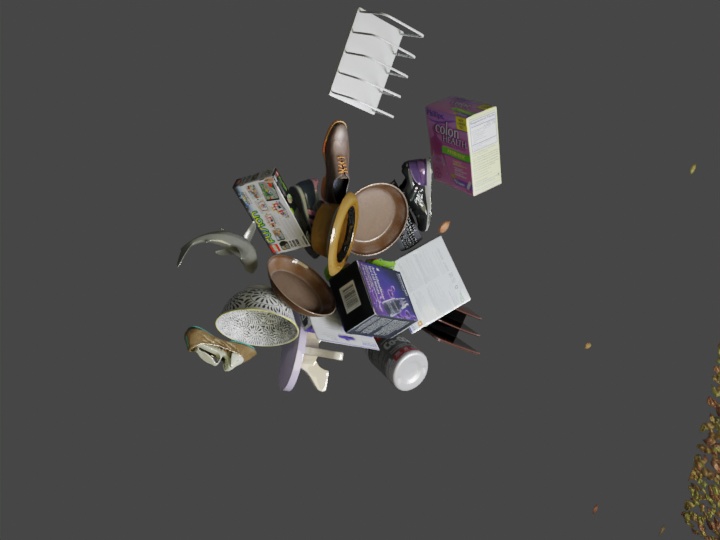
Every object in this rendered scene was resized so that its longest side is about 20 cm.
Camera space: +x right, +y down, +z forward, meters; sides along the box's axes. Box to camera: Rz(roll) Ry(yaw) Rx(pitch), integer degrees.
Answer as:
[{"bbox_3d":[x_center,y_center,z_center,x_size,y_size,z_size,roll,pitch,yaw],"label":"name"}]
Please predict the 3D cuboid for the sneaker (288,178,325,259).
[{"bbox_3d":[-0.111,-0.126,1.562,0.081,0.069,0.204,-33,132,-30],"label":"sneaker"}]

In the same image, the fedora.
[{"bbox_3d":[-0.066,-0.092,1.515,0.200,0.080,0.206,17,89,-78],"label":"fedora"}]

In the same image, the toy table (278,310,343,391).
[{"bbox_3d":[-0.129,0.207,1.638,0.114,0.183,0.205,13,93,-23],"label":"toy table"}]

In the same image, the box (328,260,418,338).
[{"bbox_3d":[0.034,0.076,1.610,0.103,0.151,0.198,-33,155,29],"label":"box"}]

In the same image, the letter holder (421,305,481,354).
[{"bbox_3d":[0.270,0.156,1.880,0.197,0.142,0.102,22,99,-37],"label":"letter holder"}]

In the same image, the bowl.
[{"bbox_3d":[-0.240,0.096,1.537,0.199,0.198,0.096,29,52,-37],"label":"bowl"}]

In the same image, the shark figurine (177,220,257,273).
[{"bbox_3d":[-0.300,-0.048,1.449,0.211,0.090,0.130,11,120,-39],"label":"shark figurine"}]

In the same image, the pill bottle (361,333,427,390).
[{"bbox_3d":[0.086,0.228,1.757,0.111,0.199,0.117,-12,117,-26],"label":"pill bottle"}]

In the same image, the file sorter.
[{"bbox_3d":[0.037,-0.468,1.472,0.136,0.124,0.204,13,104,-35],"label":"file sorter"}]

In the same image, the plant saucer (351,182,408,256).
[{"bbox_3d":[0.028,-0.135,1.642,0.196,0.037,0.205,-14,126,-20],"label":"plant saucer"}]

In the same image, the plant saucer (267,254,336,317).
[{"bbox_3d":[-0.147,0.044,1.542,0.197,0.202,0.037,21,120,-37],"label":"plant saucer"}]

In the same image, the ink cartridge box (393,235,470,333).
[{"bbox_3d":[0.177,0.038,1.775,0.197,0.041,0.203,-27,95,-10],"label":"ink cartridge box"}]

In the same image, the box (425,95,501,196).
[{"bbox_3d":[0.262,-0.320,1.646,0.095,0.175,0.204,-23,122,-21],"label":"box"}]

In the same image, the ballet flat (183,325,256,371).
[{"bbox_3d":[-0.336,0.198,1.549,0.067,0.074,0.198,-34,135,30],"label":"ballet flat"}]

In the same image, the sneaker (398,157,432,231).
[{"bbox_3d":[0.140,-0.196,1.681,0.085,0.076,0.204,-4,121,0],"label":"sneaker"}]

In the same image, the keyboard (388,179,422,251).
[{"bbox_3d":[0.123,-0.156,1.728,0.126,0.021,0.202,-39,127,-12],"label":"keyboard"}]

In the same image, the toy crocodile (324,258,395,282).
[{"bbox_3d":[0.000,0.000,1.685,0.195,0.063,0.068,-11,158,-20],"label":"toy crocodile"}]

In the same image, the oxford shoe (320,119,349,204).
[{"bbox_3d":[-0.048,-0.253,1.542,0.070,0.073,0.205,-9,114,-28],"label":"oxford shoe"}]

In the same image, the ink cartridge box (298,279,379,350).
[{"bbox_3d":[-0.065,0.121,1.619,0.195,0.202,0.044,15,126,-36],"label":"ink cartridge box"}]

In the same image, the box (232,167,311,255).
[{"bbox_3d":[-0.198,-0.132,1.483,0.107,0.035,0.202,-11,128,22],"label":"box"}]
